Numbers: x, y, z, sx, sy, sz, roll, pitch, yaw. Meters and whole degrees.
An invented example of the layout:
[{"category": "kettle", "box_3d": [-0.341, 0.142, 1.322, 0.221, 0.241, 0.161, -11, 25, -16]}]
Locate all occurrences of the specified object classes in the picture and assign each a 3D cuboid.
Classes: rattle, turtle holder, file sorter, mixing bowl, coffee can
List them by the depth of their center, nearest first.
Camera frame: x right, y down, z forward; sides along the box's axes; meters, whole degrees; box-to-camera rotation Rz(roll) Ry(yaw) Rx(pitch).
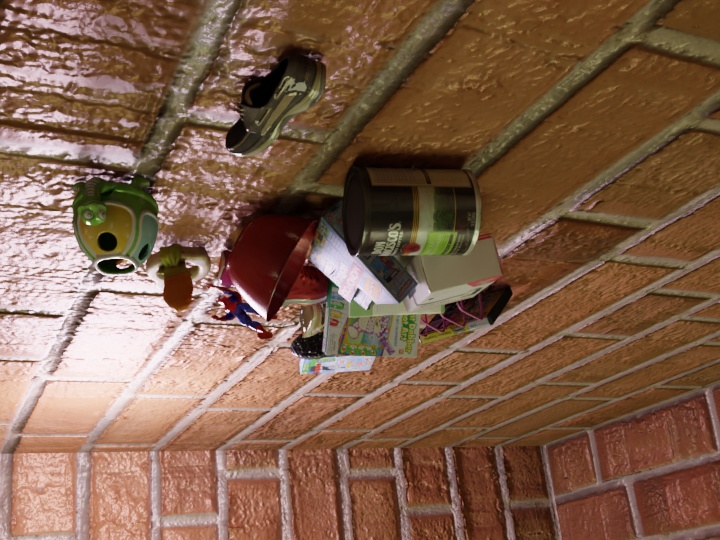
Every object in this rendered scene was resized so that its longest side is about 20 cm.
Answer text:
[{"category": "turtle holder", "box_3d": [-0.386, -0.074, 1.410, 0.139, 0.133, 0.185, 4, 156, -23]}, {"category": "coffee can", "box_3d": [0.082, -0.097, 1.468, 0.197, 0.148, 0.147, -1, 158, -15]}, {"category": "mixing bowl", "box_3d": [-0.165, -0.023, 1.572, 0.108, 0.201, 0.200, 27, 158, 5]}, {"category": "rattle", "box_3d": [-0.351, 0.044, 1.719, 0.129, 0.144, 0.200, -15, 160, -33]}, {"category": "file sorter", "box_3d": [0.151, 0.066, 1.922, 0.198, 0.127, 0.139, -19, 155, 28]}]

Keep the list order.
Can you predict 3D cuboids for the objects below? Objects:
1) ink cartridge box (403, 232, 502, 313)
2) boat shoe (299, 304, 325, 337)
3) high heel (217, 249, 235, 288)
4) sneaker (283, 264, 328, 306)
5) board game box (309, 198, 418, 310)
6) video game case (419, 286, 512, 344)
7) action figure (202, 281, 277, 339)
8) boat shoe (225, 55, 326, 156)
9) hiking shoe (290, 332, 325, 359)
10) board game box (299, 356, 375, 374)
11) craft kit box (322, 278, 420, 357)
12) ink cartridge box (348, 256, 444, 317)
[{"category": "ink cartridge box", "box_3d": [0.160, 0.009, 1.638, 0.144, 0.086, 0.200, -13, 171, -11]}, {"category": "boat shoe", "box_3d": [-0.102, 0.108, 2.038, 0.062, 0.074, 0.201, -10, 162, -11]}, {"category": "high heel", "box_3d": [-0.228, 0.003, 1.735, 0.095, 0.068, 0.200, 7, 172, -6]}, {"category": "sneaker", "box_3d": [-0.113, 0.010, 1.777, 0.199, 0.079, 0.116, -18, 146, -35]}, {"category": "board game box", "box_3d": [0.000, 0.000, 1.613, 0.062, 0.200, 0.200, -43, 169, -30]}, {"category": "video game case", "box_3d": [0.243, 0.102, 2.036, 0.179, 0.026, 0.200, -19, -170, 27]}, {"category": "action figure", "box_3d": [-0.251, 0.076, 1.738, 0.098, 0.066, 0.199, 14, -176, -34]}, {"category": "boat shoe", "box_3d": [-0.129, -0.229, 1.199, 0.073, 0.075, 0.199, 24, 136, -35]}, {"category": "hiking shoe", "box_3d": [-0.077, 0.195, 2.249, 0.197, 0.077, 0.101, -9, 155, 3]}, {"category": "board game box", "box_3d": [-0.063, 0.242, 2.425, 0.197, 0.037, 0.152, -4, 158, -9]}, {"category": "craft kit box", "box_3d": [0.027, 0.075, 1.811, 0.195, 0.203, 0.048, 2, -172, -18]}, {"category": "ink cartridge box", "box_3d": [0.071, 0.016, 1.758, 0.197, 0.147, 0.048, -2, -163, -9]}]
